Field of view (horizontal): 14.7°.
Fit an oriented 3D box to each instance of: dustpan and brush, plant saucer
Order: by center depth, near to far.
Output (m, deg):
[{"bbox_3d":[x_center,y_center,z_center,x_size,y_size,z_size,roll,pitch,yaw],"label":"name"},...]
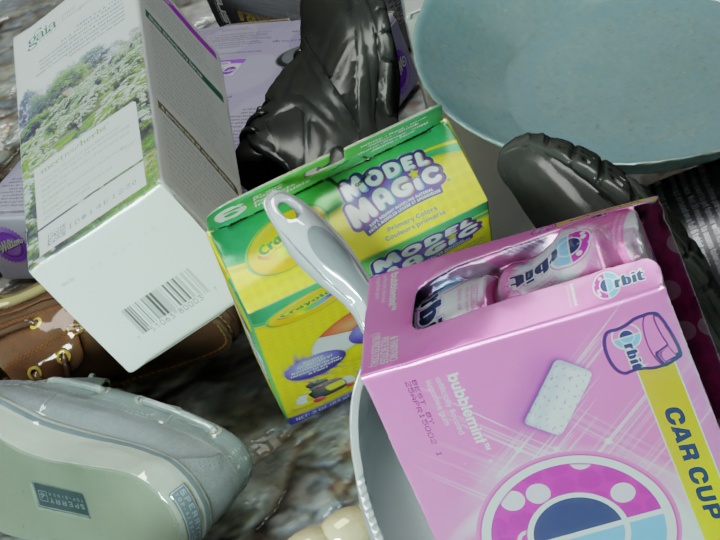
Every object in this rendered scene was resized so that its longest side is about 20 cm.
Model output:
[{"bbox_3d":[0.027,0.048,1.132,0.139,0.057,0.200,-39,75,-25],"label":"dustpan and brush"},{"bbox_3d":[0.124,-0.095,1.214,0.200,0.039,0.202,-7,39,6],"label":"plant saucer"}]

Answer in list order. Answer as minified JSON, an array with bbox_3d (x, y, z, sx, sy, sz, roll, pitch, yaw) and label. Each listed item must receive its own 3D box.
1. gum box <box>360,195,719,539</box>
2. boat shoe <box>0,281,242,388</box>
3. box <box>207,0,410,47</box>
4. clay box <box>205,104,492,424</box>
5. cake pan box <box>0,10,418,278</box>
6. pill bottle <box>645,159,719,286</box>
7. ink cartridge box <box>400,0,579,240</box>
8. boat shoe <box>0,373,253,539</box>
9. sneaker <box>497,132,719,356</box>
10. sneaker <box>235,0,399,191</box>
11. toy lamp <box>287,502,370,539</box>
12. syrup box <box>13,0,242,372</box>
[{"bbox_3d":[0.084,0.074,1.027,0.113,0.201,0.066,-17,31,13],"label":"gum box"},{"bbox_3d":[-0.150,0.044,1.378,0.199,0.072,0.068,-9,50,18],"label":"boat shoe"},{"bbox_3d":[0.024,-0.205,1.666,0.200,0.049,0.158,-41,35,-27],"label":"box"},{"bbox_3d":[0.000,0.000,1.228,0.114,0.200,0.048,-26,72,-4],"label":"clay box"},{"bbox_3d":[-0.092,-0.068,1.530,0.199,0.053,0.184,-2,34,32],"label":"cake pan box"},{"bbox_3d":[0.211,-0.014,1.176,0.199,0.107,0.106,-21,30,4],"label":"pill bottle"},{"bbox_3d":[0.067,-0.119,1.397,0.084,0.147,0.200,-14,30,4],"label":"ink cartridge box"},{"bbox_3d":[-0.131,0.085,1.305,0.200,0.070,0.071,13,35,40],"label":"boat shoe"},{"bbox_3d":[0.113,0.034,1.098,0.091,0.200,0.076,-40,-5,10],"label":"sneaker"},{"bbox_3d":[-0.021,-0.075,1.401,0.090,0.076,0.201,-7,44,-2],"label":"sneaker"},{"bbox_3d":[-0.033,0.126,1.175,0.199,0.058,0.058,-26,30,-9],"label":"toy lamp"},{"bbox_3d":[-0.110,-0.055,1.329,0.079,0.081,0.201,-32,35,15],"label":"syrup box"}]
